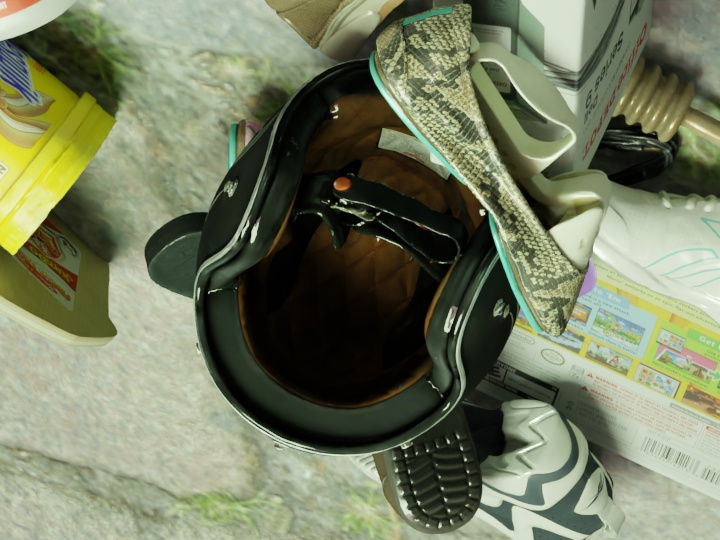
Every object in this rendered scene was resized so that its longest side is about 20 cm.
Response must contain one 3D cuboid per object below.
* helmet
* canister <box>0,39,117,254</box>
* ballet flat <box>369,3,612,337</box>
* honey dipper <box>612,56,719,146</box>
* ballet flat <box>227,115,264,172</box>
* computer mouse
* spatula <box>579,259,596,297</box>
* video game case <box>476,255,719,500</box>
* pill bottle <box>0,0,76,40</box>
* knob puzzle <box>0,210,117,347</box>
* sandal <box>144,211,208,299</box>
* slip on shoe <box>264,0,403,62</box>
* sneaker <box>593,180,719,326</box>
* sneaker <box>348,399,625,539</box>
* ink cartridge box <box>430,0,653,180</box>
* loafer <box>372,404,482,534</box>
[{"bbox_3d":[0.000,0.000,1.610,0.200,0.200,0.191,27,138,5],"label":"helmet"},{"bbox_3d":[-0.254,-0.113,1.747,0.200,0.149,0.087,39,103,-8],"label":"canister"},{"bbox_3d":[0.080,-0.051,1.455,0.075,0.068,0.200,-22,120,19],"label":"ballet flat"},{"bbox_3d":[0.224,-0.061,1.600,0.200,0.038,0.038,27,140,-2],"label":"honey dipper"},{"bbox_3d":[-0.054,-0.023,1.786,0.071,0.069,0.200,9,142,-3],"label":"ballet flat"},{"bbox_3d":[0.085,-0.080,1.669,0.200,0.034,0.059,7,134,16],"label":"computer mouse"},{"bbox_3d":[0.079,0.010,1.720,0.057,0.021,0.200,48,156,-6],"label":"spatula"},{"bbox_3d":[0.167,0.045,1.747,0.200,0.023,0.182,25,139,8],"label":"video game case"},{"bbox_3d":[-0.230,-0.233,1.631,0.112,0.113,0.200,1,132,30],"label":"pill bottle"},{"bbox_3d":[-0.230,-0.017,1.798,0.030,0.220,0.220,-41,107,12],"label":"knob puzzle"},{"bbox_3d":[-0.046,0.021,1.759,0.200,0.048,0.075,17,133,-39],"label":"sandal"},{"bbox_3d":[0.010,-0.184,1.572,0.061,0.076,0.200,30,148,-10],"label":"slip on shoe"},{"bbox_3d":[0.195,-0.016,1.635,0.200,0.070,0.080,30,105,-3],"label":"sneaker"},{"bbox_3d":[0.085,0.132,1.837,0.199,0.080,0.130,-1,143,45],"label":"sneaker"},{"bbox_3d":[0.097,-0.160,1.486,0.084,0.146,0.200,16,138,15],"label":"ink cartridge box"},{"bbox_3d":[0.019,0.060,1.741,0.073,0.200,0.071,-6,175,-18],"label":"loafer"}]
